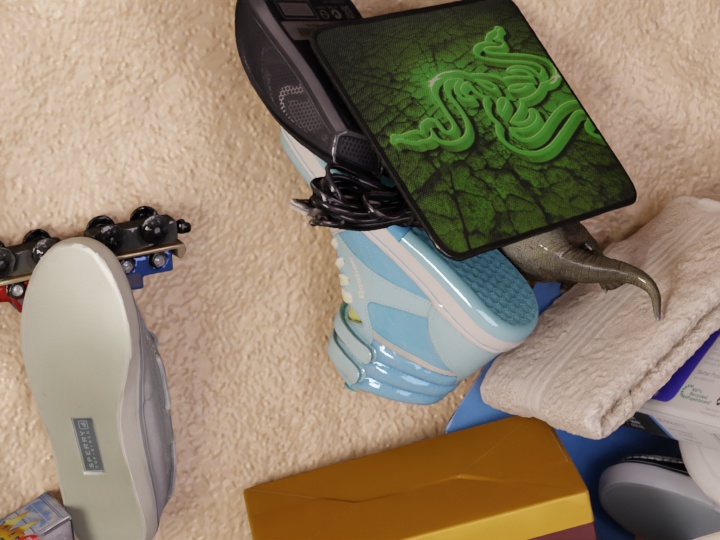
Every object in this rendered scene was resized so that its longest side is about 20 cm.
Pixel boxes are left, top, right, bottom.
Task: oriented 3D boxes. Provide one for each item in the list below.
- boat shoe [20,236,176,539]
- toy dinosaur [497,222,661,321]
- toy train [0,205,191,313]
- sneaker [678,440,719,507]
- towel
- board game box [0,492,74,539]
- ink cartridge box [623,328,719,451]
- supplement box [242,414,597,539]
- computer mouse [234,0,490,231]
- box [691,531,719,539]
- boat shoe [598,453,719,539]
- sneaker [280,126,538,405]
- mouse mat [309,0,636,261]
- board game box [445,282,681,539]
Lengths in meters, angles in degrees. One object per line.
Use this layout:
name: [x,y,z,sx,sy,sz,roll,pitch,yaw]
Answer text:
boat shoe: [-0.148,0.067,1.321,0.070,0.072,0.201,2,114,17]
toy dinosaur: [0.105,-0.024,1.384,0.077,0.200,0.102,-46,141,19]
toy train: [-0.192,0.002,1.311,0.199,0.034,0.046,-13,108,-21]
sneaker: [0.257,0.069,1.425,0.075,0.200,0.089,32,130,-11]
towel: [0.174,0.023,1.389,0.200,0.132,0.035,-43,112,-16]
board game box: [-0.234,0.232,1.321,0.199,0.062,0.201,3,97,-24]
ink cartridge box: [0.254,0.022,1.389,0.043,0.198,0.200,45,74,-26]
supplement box: [0.051,0.221,1.373,0.197,0.133,0.201,-15,109,-3]
computer mouse: [-0.020,-0.095,1.312,0.138,0.200,0.053,-2,145,-44]
box: [0.192,0.204,1.362,0.082,0.200,0.069,-18,79,-4]
boat shoe: [0.244,0.136,1.474,0.200,0.071,0.091,19,57,-20]
sneaker: [0.000,0.000,1.373,0.200,0.131,0.079,48,37,8]
mouse mat: [0.070,-0.089,1.333,0.200,0.008,0.161,-17,71,-49]
board game box: [0.136,0.093,1.471,0.158,0.039,0.200,36,79,-21]
